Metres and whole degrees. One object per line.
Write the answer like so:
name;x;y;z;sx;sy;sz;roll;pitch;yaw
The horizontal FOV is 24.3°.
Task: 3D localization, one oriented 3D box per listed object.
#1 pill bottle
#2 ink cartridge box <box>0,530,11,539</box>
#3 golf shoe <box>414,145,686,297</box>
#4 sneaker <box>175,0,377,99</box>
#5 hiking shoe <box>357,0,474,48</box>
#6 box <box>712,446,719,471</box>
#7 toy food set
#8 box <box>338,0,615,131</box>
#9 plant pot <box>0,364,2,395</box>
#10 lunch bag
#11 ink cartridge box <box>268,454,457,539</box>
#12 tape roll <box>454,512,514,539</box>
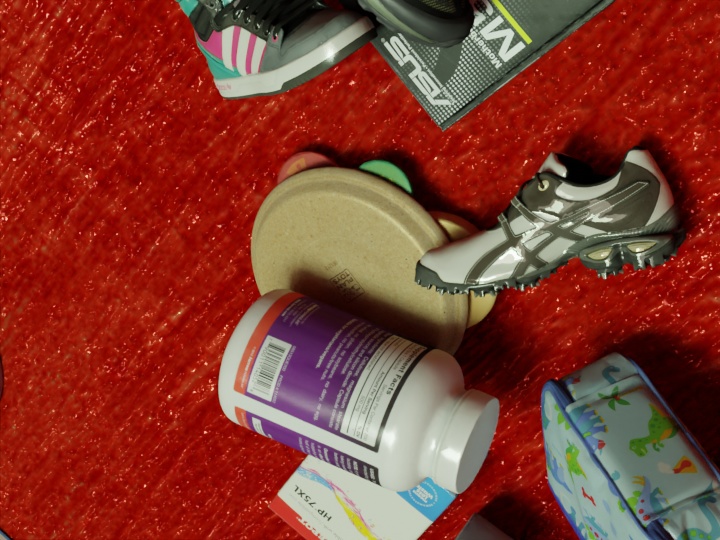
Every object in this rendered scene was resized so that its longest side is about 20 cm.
pill bottle;0.000;0.096;1.271;0.200;0.112;0.113;21;127;19
ink cartridge box;-0.470;0.338;1.763;0.129;0.125;0.200;40;130;3
golf shoe;0.129;-0.037;1.201;0.200;0.078;0.095;-11;100;19
sneaker;-0.070;-0.195;1.197;0.200;0.084;0.121;-1;121;59
hiking shoe;0.029;-0.240;1.075;0.101;0.076;0.200;-21;103;43
box;0.356;0.133;1.150;0.200;0.100;0.075;-6;113;33
toy food set;0.000;0.000;1.318;0.198;0.049;0.200;40;131;4
box;0.064;-0.225;1.141;0.193;0.048;0.200;-35;96;39
plant pot;-0.473;0.114;1.591;0.200;0.179;0.200;15;126;22
lunch bag;0.205;0.174;1.207;0.161;0.082;0.200;78;165;-48
ink cartridge box;0.004;0.189;1.419;0.116;0.067;0.200;40;131;4
tape roll;0.062;0.297;1.363;0.066;0.200;0.200;34;130;7
